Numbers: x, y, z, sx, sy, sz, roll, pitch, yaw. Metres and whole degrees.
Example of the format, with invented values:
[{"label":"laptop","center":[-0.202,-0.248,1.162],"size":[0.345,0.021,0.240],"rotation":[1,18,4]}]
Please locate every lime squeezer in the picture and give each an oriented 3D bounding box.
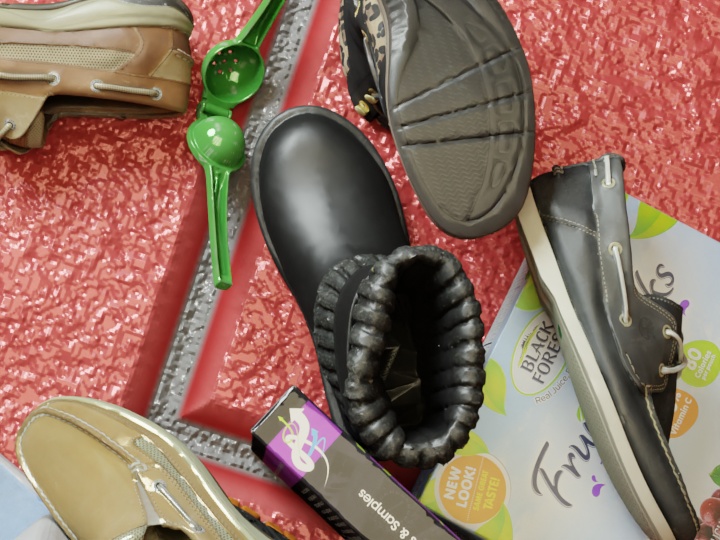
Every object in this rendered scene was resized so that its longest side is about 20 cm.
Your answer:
[{"label":"lime squeezer","center":[-0.064,-0.086,0.841],"size":[0.070,0.038,0.201],"rotation":[7,79,40]}]

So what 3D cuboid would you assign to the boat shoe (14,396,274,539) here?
[{"label":"boat shoe","center":[-0.101,0.127,0.736],"size":[0.199,0.076,0.072],"rotation":[32,105,23]}]

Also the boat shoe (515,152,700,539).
[{"label":"boat shoe","center":[0.134,0.040,0.760],"size":[0.067,0.072,0.201],"rotation":[-18,80,-1]}]

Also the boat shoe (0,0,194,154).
[{"label":"boat shoe","center":[-0.187,-0.103,0.831],"size":[0.198,0.076,0.074],"rotation":[-8,85,-4]}]

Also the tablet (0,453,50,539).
[{"label":"tablet","center":[-0.239,0.190,0.811],"size":[0.130,0.014,0.200],"rotation":[39,80,3]}]

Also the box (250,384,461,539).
[{"label":"box","center":[0.027,0.142,0.770],"size":[0.200,0.143,0.036],"rotation":[44,80,3]}]

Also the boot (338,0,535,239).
[{"label":"boot","center":[0.033,-0.103,0.804],"size":[0.073,0.151,0.201],"rotation":[-17,81,-7]}]

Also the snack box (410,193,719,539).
[{"label":"snack box","center":[0.143,0.075,0.825],"size":[0.168,0.068,0.201],"rotation":[28,79,1]}]

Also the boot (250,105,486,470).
[{"label":"boot","center":[0.003,0.000,0.782],"size":[0.079,0.158,0.212],"rotation":[-20,83,-6]}]

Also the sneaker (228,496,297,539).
[{"label":"sneaker","center":[-0.046,0.188,0.796],"size":[0.199,0.076,0.092],"rotation":[34,86,4]}]

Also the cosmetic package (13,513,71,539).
[{"label":"cosmetic package","center":[-0.160,0.232,0.705],"size":[0.167,0.200,0.167],"rotation":[-39,93,-10]}]
